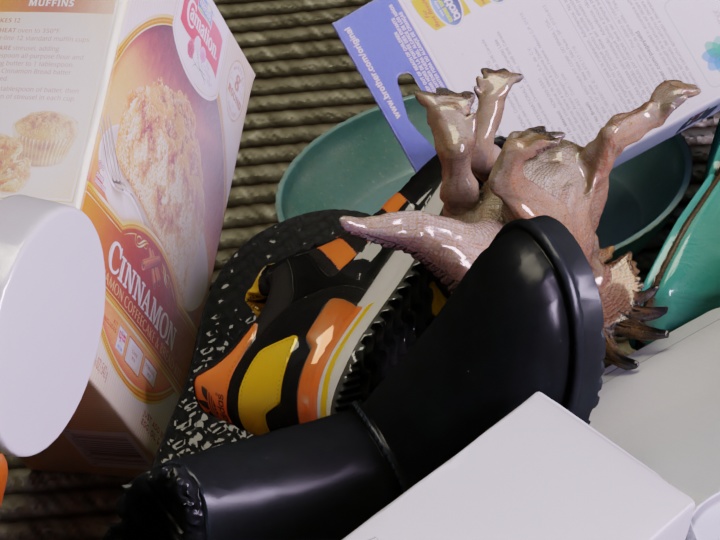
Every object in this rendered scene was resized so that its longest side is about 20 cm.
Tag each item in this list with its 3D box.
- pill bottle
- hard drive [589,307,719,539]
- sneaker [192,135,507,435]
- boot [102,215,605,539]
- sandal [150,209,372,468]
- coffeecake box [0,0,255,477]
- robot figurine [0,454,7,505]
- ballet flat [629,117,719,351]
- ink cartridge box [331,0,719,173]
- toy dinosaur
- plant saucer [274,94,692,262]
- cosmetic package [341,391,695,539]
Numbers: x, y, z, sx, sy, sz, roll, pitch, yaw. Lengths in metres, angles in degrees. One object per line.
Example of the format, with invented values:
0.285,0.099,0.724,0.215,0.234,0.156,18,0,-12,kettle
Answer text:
-0.205,0.004,1.133,0.199,0.116,0.116,12,35,18,pill bottle
0.141,0.060,1.182,0.131,0.027,0.200,-27,14,-16,hard drive
0.000,0.000,1.274,0.089,0.070,0.200,7,39,25,sneaker
-0.007,0.070,1.129,0.162,0.199,0.074,-13,56,-28,boot
-0.042,0.051,1.306,0.075,0.048,0.201,16,50,14,sandal
-0.115,-0.034,1.278,0.073,0.154,0.201,3,66,18,coffeecake box
-0.242,0.083,1.228,0.199,0.117,0.144,10,35,29,robot figurine
0.178,-0.020,1.361,0.070,0.068,0.200,19,38,9,ballet flat
0.098,-0.106,1.383,0.199,0.120,0.042,-28,-8,-12,ink cartridge box
0.069,-0.006,1.223,0.085,0.136,0.200,14,22,30,toy dinosaur
0.060,-0.030,1.431,0.199,0.036,0.200,-6,29,3,plant saucer
0.023,0.145,1.049,0.081,0.113,0.200,33,46,25,cosmetic package
